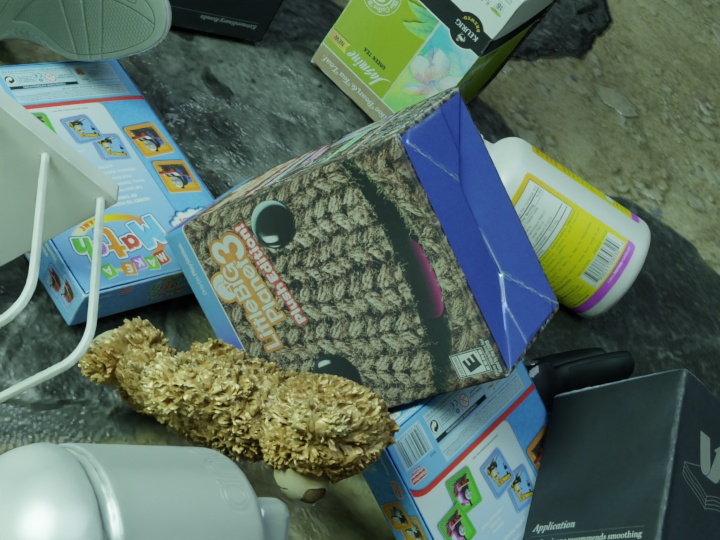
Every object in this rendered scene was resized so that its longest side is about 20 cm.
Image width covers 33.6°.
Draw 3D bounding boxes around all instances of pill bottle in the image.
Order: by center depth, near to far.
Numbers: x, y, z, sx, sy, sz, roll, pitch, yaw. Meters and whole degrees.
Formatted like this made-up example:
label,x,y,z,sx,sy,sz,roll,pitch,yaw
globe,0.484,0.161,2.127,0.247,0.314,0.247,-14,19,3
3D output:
label,x,y,z,sx,sy,sz,roll,pitch,yaw
pill bottle,0.154,-0.049,1.070,0.199,0.104,0.105,33,38,-9

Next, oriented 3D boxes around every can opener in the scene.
label,x,y,z,sx,sy,sz,roll,pitch,yaw
can opener,0.159,0.091,0.983,0.063,0.080,0.199,14,18,36

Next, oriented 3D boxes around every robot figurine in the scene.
label,x,y,z,sx,sy,sz,roll,pitch,yaw
robot figurine,-0.128,0.147,0.614,0.199,0.168,0.115,10,82,-45

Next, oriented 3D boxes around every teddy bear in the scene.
label,x,y,z,sx,sy,sz,roll,pitch,yaw
teddy bear,-0.078,0.086,0.702,0.198,0.145,0.067,20,66,11

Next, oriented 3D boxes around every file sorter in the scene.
label,x,y,z,sx,sy,sz,roll,pitch,yaw
file sorter,-0.248,-0.027,0.629,0.200,0.138,0.126,43,31,-43

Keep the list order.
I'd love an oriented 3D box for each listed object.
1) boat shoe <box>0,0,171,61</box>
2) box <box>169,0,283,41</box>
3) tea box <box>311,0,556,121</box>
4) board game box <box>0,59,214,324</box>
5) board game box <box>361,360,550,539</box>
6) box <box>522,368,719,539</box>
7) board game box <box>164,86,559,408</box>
label,x,y,z,sx,sy,sz,roll,pitch,yaw
boat shoe,-0.222,-0.196,0.875,0.199,0.075,0.065,4,21,23
box,-0.120,-0.314,1.030,0.147,0.200,0.105,3,49,-38
tea box,0.089,-0.252,1.143,0.133,0.197,0.200,43,37,5
board game box,-0.188,-0.064,0.844,0.150,0.037,0.201,-15,61,-47
board game box,0.091,0.163,0.785,0.151,0.036,0.202,-34,99,-44
box,0.208,0.204,0.772,0.196,0.117,0.202,37,56,-27
board game box,0.000,0.000,0.775,0.097,0.198,0.161,-41,107,-52
